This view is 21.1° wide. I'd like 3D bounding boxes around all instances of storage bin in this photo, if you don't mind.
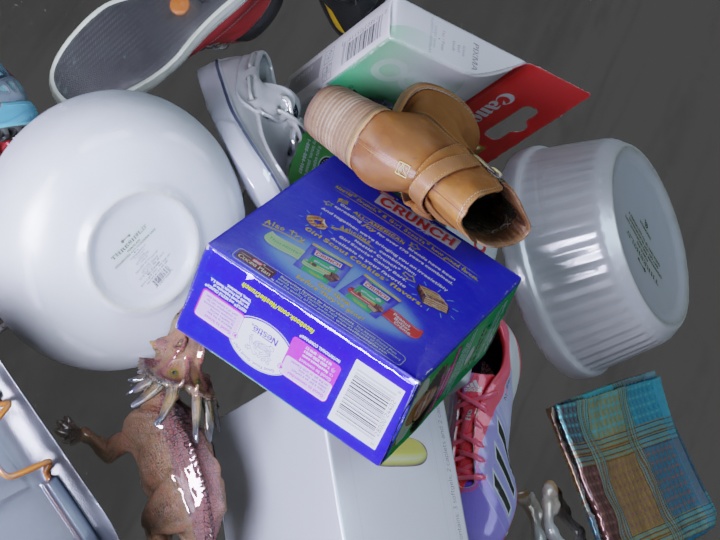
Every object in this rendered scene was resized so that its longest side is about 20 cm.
[{"bbox_3d":[-0.266,0.144,1.225,0.134,0.145,0.201,-37,93,-30],"label":"storage bin"}]

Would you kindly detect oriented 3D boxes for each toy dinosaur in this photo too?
[{"bbox_3d":[-0.123,0.132,1.322,0.085,0.135,0.202,-22,87,-40],"label":"toy dinosaur"}]

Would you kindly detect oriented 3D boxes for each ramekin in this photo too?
[{"bbox_3d":[0.200,-0.017,1.604,0.202,0.094,0.204,39,42,-48],"label":"ramekin"}]

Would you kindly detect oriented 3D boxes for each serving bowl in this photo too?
[{"bbox_3d":[-0.163,-0.021,1.344,0.198,0.066,0.202,-9,109,-28],"label":"serving bowl"}]

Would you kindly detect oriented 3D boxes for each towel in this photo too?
[{"bbox_3d":[0.228,0.164,1.598,0.199,0.022,0.148,-8,74,-58],"label":"towel"}]

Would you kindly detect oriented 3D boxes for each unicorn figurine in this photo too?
[{"bbox_3d":[0.163,0.236,1.526,0.199,0.074,0.139,-8,76,-38],"label":"unicorn figurine"}]

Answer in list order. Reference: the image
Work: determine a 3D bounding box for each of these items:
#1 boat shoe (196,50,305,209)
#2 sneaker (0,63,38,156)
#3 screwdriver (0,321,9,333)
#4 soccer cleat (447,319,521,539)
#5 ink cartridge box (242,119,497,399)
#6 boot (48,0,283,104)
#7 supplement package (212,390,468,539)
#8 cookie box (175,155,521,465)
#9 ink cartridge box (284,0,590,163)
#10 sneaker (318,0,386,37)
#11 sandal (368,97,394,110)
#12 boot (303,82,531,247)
[{"bbox_3d":[-0.075,-0.113,1.444,0.074,0.065,0.201,63,1,-38],"label":"boat shoe"},{"bbox_3d":[-0.321,-0.112,1.339,0.199,0.079,0.096,-8,65,-46],"label":"sneaker"},{"bbox_3d":[-0.205,0.005,1.391,0.200,0.029,0.028,-38,94,-41],"label":"screwdriver"},{"bbox_3d":[0.091,0.124,1.515,0.077,0.066,0.202,66,28,-51],"label":"soccer cleat"},{"bbox_3d":[0.000,0.000,1.505,0.199,0.083,0.148,29,56,-22],"label":"ink cartridge box"},{"bbox_3d":[-0.143,-0.176,1.489,0.199,0.144,0.073,-37,81,-3],"label":"boot"},{"bbox_3d":[-0.013,0.183,1.368,0.110,0.155,0.202,1,70,-34],"label":"supplement package"},{"bbox_3d":[-0.003,0.021,1.319,0.170,0.076,0.200,33,31,11],"label":"cookie box"},{"bbox_3d":[0.059,-0.131,1.555,0.199,0.161,0.051,25,57,-25],"label":"ink cartridge box"},{"bbox_3d":[-0.031,-0.260,1.558,0.090,0.069,0.202,-48,142,-40],"label":"sneaker"},{"bbox_3d":[0.021,-0.101,1.528,0.043,0.076,0.200,-63,153,-7],"label":"sandal"},{"bbox_3d":[0.068,-0.075,1.382,0.155,0.077,0.199,35,12,29],"label":"boot"}]
